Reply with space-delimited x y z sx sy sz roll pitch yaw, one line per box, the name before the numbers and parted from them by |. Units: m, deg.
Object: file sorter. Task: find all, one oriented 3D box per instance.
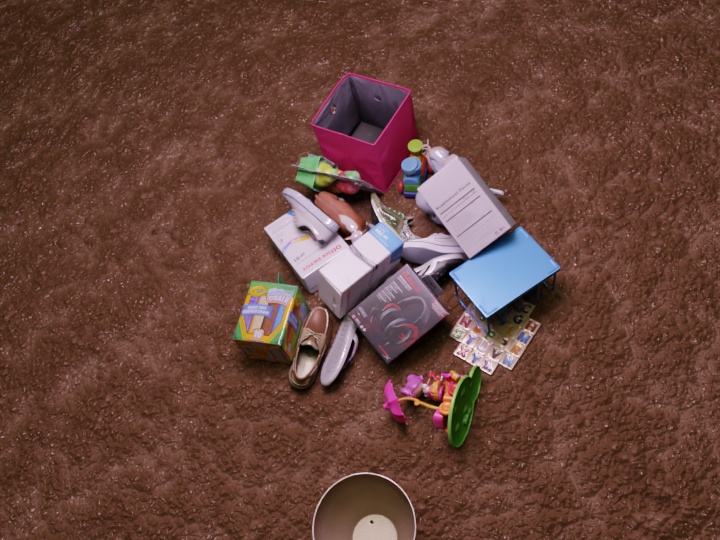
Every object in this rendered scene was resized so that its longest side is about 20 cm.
file sorter | 0.327 0.029 1.588 0.200 0.123 0.139 -32 58 -8

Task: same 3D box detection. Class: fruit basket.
fruit basket | -0.055 -0.240 1.807 0.199 0.185 0.094 8 89 20

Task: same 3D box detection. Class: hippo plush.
hippo plush | 0.213 -0.201 1.762 0.161 0.200 0.159 -55 33 7

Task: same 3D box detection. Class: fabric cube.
fabric cube | 0.018 -0.365 1.850 0.200 0.199 0.196 23 68 23

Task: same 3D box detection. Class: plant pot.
plant pot | 0.017 0.514 1.374 0.200 0.135 0.201 -5 60 9

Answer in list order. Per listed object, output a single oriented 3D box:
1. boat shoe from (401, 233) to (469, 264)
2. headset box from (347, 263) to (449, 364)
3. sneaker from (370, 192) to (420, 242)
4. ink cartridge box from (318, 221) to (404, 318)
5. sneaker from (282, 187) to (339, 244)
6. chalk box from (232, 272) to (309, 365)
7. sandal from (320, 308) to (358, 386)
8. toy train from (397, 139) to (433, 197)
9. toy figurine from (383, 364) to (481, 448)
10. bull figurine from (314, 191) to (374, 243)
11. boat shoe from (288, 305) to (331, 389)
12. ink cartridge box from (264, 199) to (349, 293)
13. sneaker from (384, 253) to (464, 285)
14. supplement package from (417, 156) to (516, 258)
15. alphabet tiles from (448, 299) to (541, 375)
boat shoe | 0.192 -0.057 1.704 0.199 0.074 0.066 6 55 -5
headset box | 0.095 0.091 1.583 0.200 0.075 0.149 -39 84 5
sneaker | 0.087 -0.121 1.775 0.088 0.077 0.200 -23 65 -13
ink cartridge box | 0.000 0.000 1.649 0.200 0.147 0.086 -38 71 -20
sneaker | -0.140 -0.136 1.728 0.071 0.073 0.200 -49 54 -2
chalk box | -0.202 0.105 1.667 0.124 0.125 0.200 7 63 16
sandal | -0.032 0.181 1.626 0.050 0.082 0.203 32 62 -19
toy train | 0.149 -0.301 1.831 0.084 0.116 0.200 6 62 15
toy figurine | 0.144 0.268 1.508 0.184 0.150 0.200 8 40 27
bull figurine | -0.033 -0.127 1.760 0.065 0.121 0.200 -48 69 12
boat shoe | -0.112 0.176 1.626 0.075 0.074 0.200 14 66 -2
ink cartridge box | -0.127 -0.062 1.772 0.144 0.085 0.200 -35 60 -9
sneaker | 0.165 0.043 1.660 0.200 0.073 0.112 -22 62 7
supplement package | 0.245 -0.146 1.604 0.120 0.121 0.200 -38 84 20
alphabet tiles | 0.308 0.136 1.606 0.166 0.006 0.200 28 69 26
